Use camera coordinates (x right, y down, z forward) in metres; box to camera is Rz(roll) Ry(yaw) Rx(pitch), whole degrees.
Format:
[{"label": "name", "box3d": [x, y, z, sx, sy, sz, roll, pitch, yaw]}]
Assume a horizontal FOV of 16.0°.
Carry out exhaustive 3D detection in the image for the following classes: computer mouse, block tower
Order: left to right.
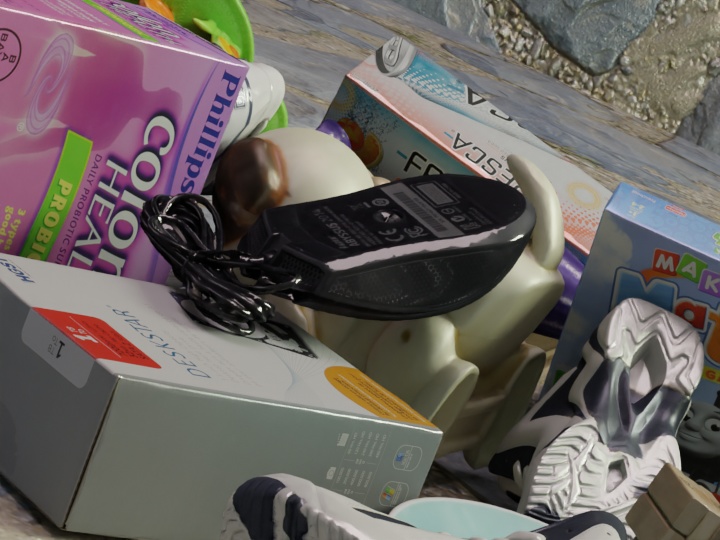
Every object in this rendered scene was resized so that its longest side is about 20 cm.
[{"label": "computer mouse", "box3d": [-0.005, -0.004, 1.306, 0.199, 0.053, 0.139, -9, 27, -20]}, {"label": "block tower", "box3d": [0.214, 0.173, 1.237, 0.200, 0.054, 0.058, 35, 8, -14]}]

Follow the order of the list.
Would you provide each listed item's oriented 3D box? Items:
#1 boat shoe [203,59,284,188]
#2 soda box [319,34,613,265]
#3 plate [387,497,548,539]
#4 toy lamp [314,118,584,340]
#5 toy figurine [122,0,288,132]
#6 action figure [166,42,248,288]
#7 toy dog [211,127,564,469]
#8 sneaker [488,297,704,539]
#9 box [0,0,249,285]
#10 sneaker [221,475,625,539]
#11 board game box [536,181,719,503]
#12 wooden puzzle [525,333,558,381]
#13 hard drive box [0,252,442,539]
[{"label": "boat shoe", "box3d": [-0.119, -0.058, 1.479, 0.065, 0.200, 0.074, -11, 76, -51]}, {"label": "soda box", "box3d": [0.073, -0.053, 1.557, 0.200, 0.064, 0.068, 37, 41, 10]}, {"label": "plate", "box3d": [0.095, 0.170, 1.176, 0.199, 0.026, 0.200, 25, 16, -8]}, {"label": "toy lamp", "box3d": [0.054, -0.018, 1.502, 0.199, 0.058, 0.058, 29, 13, 14]}, {"label": "toy figurine", "box3d": [-0.145, -0.120, 1.913, 0.200, 0.150, 0.184, 44, 21, -15]}, {"label": "action figure", "box3d": [-0.069, -0.037, 1.577, 0.102, 0.201, 0.119, -16, 21, 49]}, {"label": "toy dog", "box3d": [0.000, 0.000, 1.416, 0.200, 0.195, 0.139, 34, 27, 22]}, {"label": "sneaker", "box3d": [0.112, 0.121, 1.363, 0.079, 0.130, 0.200, 23, 49, -6]}, {"label": "box", "box3d": [-0.184, -0.060, 1.348, 0.097, 0.177, 0.199, 31, 14, 38]}, {"label": "sneaker", "box3d": [0.048, 0.133, 1.046, 0.198, 0.080, 0.130, 26, 27, 16]}, {"label": "board game box", "box3d": [0.182, 0.065, 1.435, 0.151, 0.201, 0.037, 24, 38, 12]}, {"label": "wooden puzzle", "box3d": [0.087, 0.025, 1.614, 0.199, 0.037, 0.185, -24, 34, -23]}, {"label": "hard drive box", "box3d": [-0.088, 0.066, 1.213, 0.199, 0.077, 0.156, 11, 15, -42]}]
